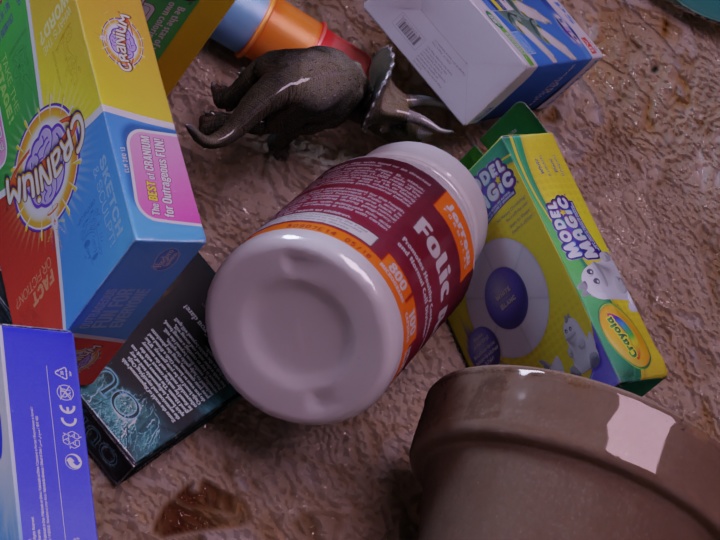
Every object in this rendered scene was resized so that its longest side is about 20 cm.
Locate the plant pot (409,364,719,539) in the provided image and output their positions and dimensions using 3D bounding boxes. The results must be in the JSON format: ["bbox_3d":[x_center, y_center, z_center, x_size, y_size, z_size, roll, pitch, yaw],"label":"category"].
[{"bbox_3d":[0.102,0.173,1.158,0.200,0.200,0.175,30,64,-13],"label":"plant pot"}]

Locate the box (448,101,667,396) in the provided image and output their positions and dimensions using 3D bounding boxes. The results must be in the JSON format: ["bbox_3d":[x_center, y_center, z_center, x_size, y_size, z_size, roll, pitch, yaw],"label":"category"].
[{"bbox_3d":[0.102,0.006,1.307,0.048,0.117,0.200,-4,61,-37],"label":"box"}]

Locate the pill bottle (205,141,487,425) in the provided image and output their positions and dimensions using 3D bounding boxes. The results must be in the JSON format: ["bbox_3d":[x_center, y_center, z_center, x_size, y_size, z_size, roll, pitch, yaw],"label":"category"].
[{"bbox_3d":[0.000,0.000,1.222,0.114,0.114,0.200,44,30,0],"label":"pill bottle"}]

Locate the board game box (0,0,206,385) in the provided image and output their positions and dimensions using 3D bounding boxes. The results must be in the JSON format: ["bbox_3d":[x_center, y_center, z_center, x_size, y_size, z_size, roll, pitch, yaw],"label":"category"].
[{"bbox_3d":[-0.152,-0.062,1.120,0.040,0.153,0.200,1,59,-33],"label":"board game box"}]

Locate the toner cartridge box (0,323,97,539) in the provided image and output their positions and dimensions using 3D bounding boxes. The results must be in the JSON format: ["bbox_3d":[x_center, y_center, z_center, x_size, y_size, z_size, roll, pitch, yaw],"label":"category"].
[{"bbox_3d":[-0.168,0.136,1.050,0.043,0.095,0.200,8,55,-30],"label":"toner cartridge box"}]

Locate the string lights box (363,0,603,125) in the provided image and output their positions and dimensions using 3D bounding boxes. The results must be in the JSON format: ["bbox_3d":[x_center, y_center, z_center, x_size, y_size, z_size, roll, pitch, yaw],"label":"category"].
[{"bbox_3d":[0.085,-0.157,1.398,0.103,0.059,0.200,50,21,7],"label":"string lights box"}]

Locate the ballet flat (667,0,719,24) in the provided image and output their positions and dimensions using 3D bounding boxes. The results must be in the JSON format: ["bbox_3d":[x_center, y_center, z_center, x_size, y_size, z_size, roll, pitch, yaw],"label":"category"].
[{"bbox_3d":[0.225,-0.253,1.611,0.200,0.072,0.072,25,49,-18],"label":"ballet flat"}]

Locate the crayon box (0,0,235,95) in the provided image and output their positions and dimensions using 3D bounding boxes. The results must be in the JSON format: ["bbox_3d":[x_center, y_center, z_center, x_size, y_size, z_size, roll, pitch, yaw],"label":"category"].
[{"bbox_3d":[-0.150,-0.198,1.224,0.172,0.200,0.058,16,51,-24],"label":"crayon box"}]

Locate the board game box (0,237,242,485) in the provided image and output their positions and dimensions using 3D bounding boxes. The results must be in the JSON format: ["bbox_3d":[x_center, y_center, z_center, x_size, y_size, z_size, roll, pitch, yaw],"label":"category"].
[{"bbox_3d":[-0.151,0.009,1.197,0.200,0.028,0.135,50,46,6],"label":"board game box"}]

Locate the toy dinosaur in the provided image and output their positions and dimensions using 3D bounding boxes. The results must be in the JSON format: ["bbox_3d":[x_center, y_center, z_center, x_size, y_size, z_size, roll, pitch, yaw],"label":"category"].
[{"bbox_3d":[-0.039,-0.110,1.285,0.200,0.102,0.077,5,66,-57],"label":"toy dinosaur"}]

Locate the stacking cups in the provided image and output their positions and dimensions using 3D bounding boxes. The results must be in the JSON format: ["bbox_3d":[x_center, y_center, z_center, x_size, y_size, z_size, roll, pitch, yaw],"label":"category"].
[{"bbox_3d":[-0.082,-0.172,1.348,0.200,0.061,0.061,27,48,-16],"label":"stacking cups"}]
